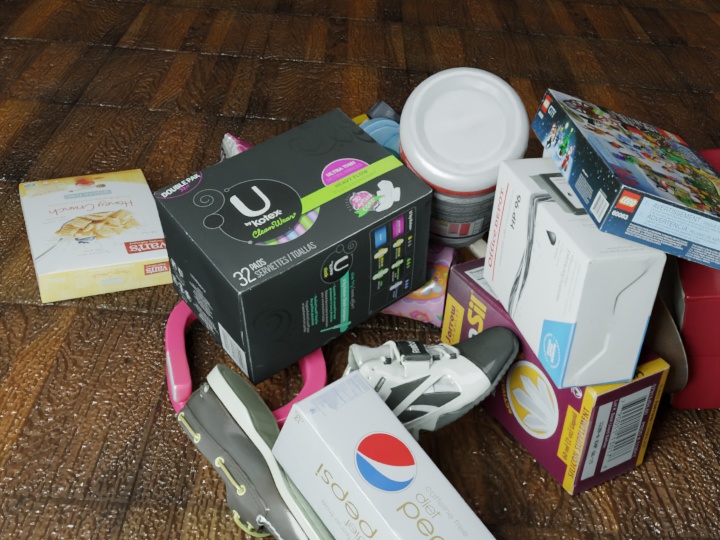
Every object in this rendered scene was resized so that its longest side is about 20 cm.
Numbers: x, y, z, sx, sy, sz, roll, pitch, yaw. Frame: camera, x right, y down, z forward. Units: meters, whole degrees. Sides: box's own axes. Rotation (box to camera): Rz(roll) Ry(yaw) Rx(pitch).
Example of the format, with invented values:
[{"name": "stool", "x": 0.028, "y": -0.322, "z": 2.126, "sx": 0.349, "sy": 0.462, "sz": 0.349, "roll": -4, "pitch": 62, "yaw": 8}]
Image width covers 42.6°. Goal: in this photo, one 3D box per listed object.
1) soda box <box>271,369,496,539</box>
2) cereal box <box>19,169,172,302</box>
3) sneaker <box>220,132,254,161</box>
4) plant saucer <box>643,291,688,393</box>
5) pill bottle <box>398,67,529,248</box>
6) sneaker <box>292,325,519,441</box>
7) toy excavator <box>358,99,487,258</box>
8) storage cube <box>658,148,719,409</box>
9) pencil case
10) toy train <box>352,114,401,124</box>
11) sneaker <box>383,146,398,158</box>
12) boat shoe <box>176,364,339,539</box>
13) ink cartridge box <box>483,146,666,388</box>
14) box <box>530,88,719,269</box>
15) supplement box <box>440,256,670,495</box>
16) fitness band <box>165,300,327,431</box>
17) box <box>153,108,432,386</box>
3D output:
[{"name": "soda box", "x": 0.026, "y": 0.171, "z": 0.633, "sx": 0.063, "sy": 0.068, "sz": 0.200, "roll": -23, "pitch": 63, "yaw": -38}, {"name": "cereal box", "x": -0.289, "y": -0.044, "z": 1.011, "sx": 0.142, "sy": 0.040, "sz": 0.200, "roll": -10, "pitch": 35, "yaw": -22}, {"name": "sneaker", "x": -0.144, "y": -0.107, "z": 1.102, "sx": 0.073, "sy": 0.088, "sz": 0.200, "roll": 25, "pitch": 7, "yaw": -15}, {"name": "plant saucer", "x": 0.219, "y": 0.032, "z": 0.843, "sx": 0.032, "sy": 0.201, "sz": 0.200, "roll": -30, "pitch": 41, "yaw": -8}, {"name": "pill bottle", "x": 0.093, "y": -0.096, "z": 0.886, "sx": 0.114, "sy": 0.200, "sz": 0.117, "roll": -1, "pitch": 72, "yaw": 2}, {"name": "sneaker", "x": 0.036, "y": 0.086, "z": 0.739, "sx": 0.199, "sy": 0.089, "sz": 0.074, "roll": -32, "pitch": 8, "yaw": -14}, {"name": "toy excavator", "x": 0.069, "y": -0.078, "z": 1.035, "sx": 0.100, "sy": 0.194, "sz": 0.200, "roll": -45, "pitch": 27, "yaw": 2}, {"name": "storage cube", "x": 0.365, "y": 0.007, "z": 0.835, "sx": 0.177, "sy": 0.172, "sz": 0.202, "roll": -3, "pitch": 49, "yaw": 11}, {"name": "pencil case", "x": 0.000, "y": 0.000, "z": 0.947, "sx": 0.197, "sy": 0.088, "sz": 0.088, "roll": 10, "pitch": 32, "yaw": 8}, {"name": "toy train", "x": 0.040, "y": -0.160, "z": 1.232, "sx": 0.197, "sy": 0.056, "sz": 0.151, "roll": -11, "pitch": 37, "yaw": -19}, {"name": "sneaker", "x": -0.049, "y": -0.094, "z": 0.967, "sx": 0.197, "sy": 0.080, "sz": 0.072, "roll": -14, "pitch": 76, "yaw": -3}, {"name": "boat shoe", "x": -0.074, "y": 0.163, "z": 0.702, "sx": 0.061, "sy": 0.072, "sz": 0.202, "roll": -44, "pitch": 56, "yaw": 5}, {"name": "ink cartridge box", "x": 0.156, "y": -0.014, "z": 0.749, "sx": 0.067, "sy": 0.117, "sz": 0.201, "roll": -4, "pitch": 33, "yaw": -15}, {"name": "box", "x": 0.223, "y": -0.073, "z": 0.722, "sx": 0.135, "sy": 0.038, "sz": 0.201, "roll": 15, "pitch": 27, "yaw": -14}, {"name": "supplement box", "x": 0.161, "y": 0.081, "z": 0.814, "sx": 0.085, "sy": 0.112, "sz": 0.200, "roll": -14, "pitch": 37, "yaw": -27}, {"name": "fitness band", "x": -0.106, "y": 0.083, "z": 0.847, "sx": 0.142, "sy": 0.038, "sz": 0.201, "roll": -1, "pitch": 34, "yaw": -15}, {"name": "box", "x": -0.056, "y": -0.026, "z": 0.826, "sx": 0.199, "sy": 0.125, "sz": 0.148, "roll": -30, "pitch": 53, "yaw": -24}]
